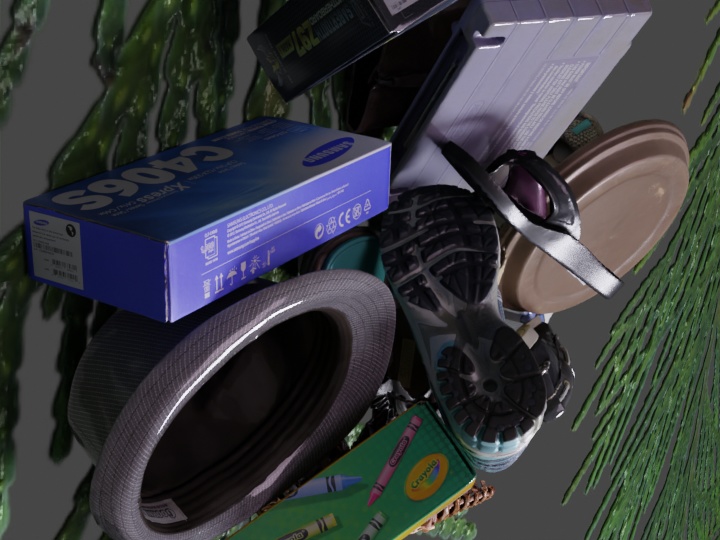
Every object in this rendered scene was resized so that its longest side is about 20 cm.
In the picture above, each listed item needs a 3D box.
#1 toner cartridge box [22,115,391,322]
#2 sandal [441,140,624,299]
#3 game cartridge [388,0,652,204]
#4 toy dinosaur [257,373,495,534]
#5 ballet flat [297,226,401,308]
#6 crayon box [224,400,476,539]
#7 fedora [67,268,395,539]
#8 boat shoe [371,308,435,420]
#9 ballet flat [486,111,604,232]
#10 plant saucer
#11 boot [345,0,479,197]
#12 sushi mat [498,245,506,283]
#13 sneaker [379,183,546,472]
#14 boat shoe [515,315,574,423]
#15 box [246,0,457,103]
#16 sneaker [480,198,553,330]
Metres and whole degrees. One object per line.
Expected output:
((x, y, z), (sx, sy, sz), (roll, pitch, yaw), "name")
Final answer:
((-0.074, -0.035, 0.641), (0.200, 0.095, 0.043), (-31, 130, -52), "toner cartridge box")
((0.124, -0.046, 0.822), (0.048, 0.075, 0.200), (-50, 133, 9), "sandal")
((0.094, -0.115, 0.798), (0.129, 0.039, 0.200), (-14, 157, -28), "game cartridge")
((0.011, 0.148, 0.873), (0.200, 0.102, 0.136), (10, 97, -54), "toy dinosaur")
((0.000, 0.000, 0.815), (0.200, 0.068, 0.068), (-2, 104, -59), "ballet flat")
((-0.024, 0.166, 0.739), (0.200, 0.058, 0.119), (-35, 167, -5), "crayon box")
((-0.081, 0.059, 0.657), (0.200, 0.090, 0.177), (-35, 147, -30), "fedora")
((0.053, 0.042, 0.946), (0.075, 0.074, 0.203), (-26, 134, -71), "boat shoe")
((0.121, -0.041, 0.953), (0.075, 0.068, 0.200), (-29, 156, -52), "ballet flat")
((0.187, -0.034, 0.950), (0.199, 0.030, 0.200), (-27, 149, -18), "plant saucer")
((0.050, -0.122, 0.869), (0.166, 0.072, 0.201), (-21, 137, -36), "boot")
((0.087, 0.054, 0.904), (0.200, 0.012, 0.096), (82, 27, -73), "sushi mat")
((0.058, 0.037, 0.762), (0.086, 0.077, 0.201), (88, -8, -57), "sneaker")
((0.135, 0.081, 0.949), (0.072, 0.068, 0.200), (-46, 175, 7), "boat shoe")
((0.047, -0.176, 0.668), (0.200, 0.158, 0.051), (-35, 99, -22), "box")
((0.150, -0.016, 1.080), (0.115, 0.080, 0.200), (-51, 150, -43), "sneaker")
